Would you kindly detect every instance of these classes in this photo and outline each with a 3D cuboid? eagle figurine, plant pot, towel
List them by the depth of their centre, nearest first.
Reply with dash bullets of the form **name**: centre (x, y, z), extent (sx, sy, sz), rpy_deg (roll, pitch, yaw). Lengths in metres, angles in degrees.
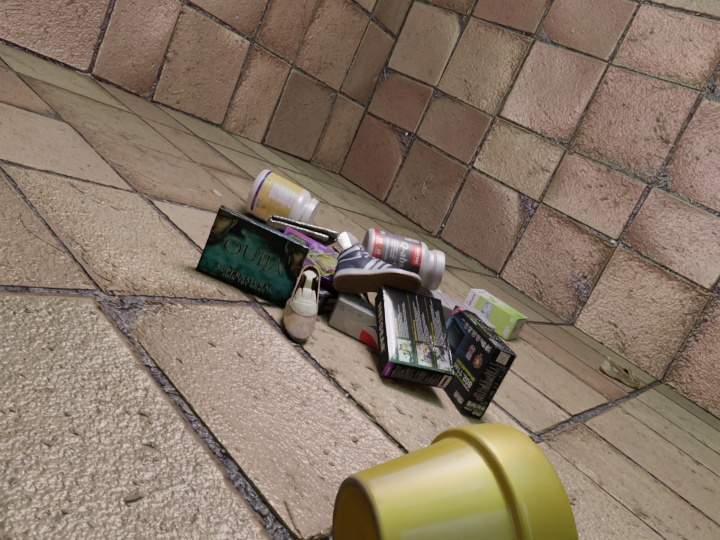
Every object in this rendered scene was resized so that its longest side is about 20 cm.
- **plant pot**: centre (0.077, 0.263, 0.551), extent (0.182, 0.208, 0.201), rpy_deg (2, 22, -24)
- **eagle figurine**: centre (0.003, 0.006, 1.457), extent (0.197, 0.154, 0.152), rpy_deg (17, -25, 45)
- **towel**: centre (-0.167, -0.097, 1.538), extent (0.193, 0.036, 0.192), rpy_deg (13, -11, -14)

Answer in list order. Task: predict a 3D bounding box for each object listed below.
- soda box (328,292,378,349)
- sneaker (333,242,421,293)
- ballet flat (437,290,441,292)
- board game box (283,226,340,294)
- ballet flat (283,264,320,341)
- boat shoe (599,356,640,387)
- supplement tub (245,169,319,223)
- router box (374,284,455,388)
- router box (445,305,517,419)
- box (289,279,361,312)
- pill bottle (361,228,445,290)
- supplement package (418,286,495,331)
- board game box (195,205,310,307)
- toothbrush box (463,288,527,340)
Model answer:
- **soda box**: centre (0.030, 0.123, 1.226), extent (0.195, 0.065, 0.068), rpy_deg (27, 15, -5)
- **sneaker**: centre (0.036, -0.002, 1.247), extent (0.192, 0.072, 0.110), rpy_deg (3, 38, -4)
- **ballet flat**: centre (0.222, 0.080, 1.793), extent (0.195, 0.064, 0.069), rpy_deg (28, 13, -1)
- **board game box**: centre (-0.101, -0.021, 1.305), extent (0.195, 0.033, 0.121), rpy_deg (27, 36, -6)
- **ballet flat**: centre (-0.111, 0.052, 1.103), extent (0.066, 0.069, 0.202), rpy_deg (14, 30, -10)
- **boat shoe**: centre (1.048, 0.409, 2.250), extent (0.195, 0.064, 0.074), rpy_deg (25, 12, -18)
- **supplement tub**: centre (-0.238, -0.201, 1.727), extent (0.195, 0.149, 0.146), rpy_deg (27, 13, -1)
- **router box**: centre (0.108, 0.133, 1.158), extent (0.144, 0.052, 0.204), rpy_deg (14, 42, -16)
- **router box**: centre (0.228, 0.188, 1.194), extent (0.060, 0.154, 0.200), rpy_deg (20, 14, -22)
- **box**: centre (-0.110, 0.038, 1.307), extent (0.158, 0.045, 0.198), rpy_deg (35, 14, 29)
- **pill bottle**: centre (0.098, -0.021, 1.358), extent (0.193, 0.120, 0.116), rpy_deg (13, 15, -9)
- **supplement package**: centre (0.217, 0.139, 1.421), extent (0.195, 0.124, 0.120), rpy_deg (24, 13, -17)
- **board game box**: centre (-0.214, -0.027, 1.130), extent (0.195, 0.139, 0.028), rpy_deg (23, 13, -16)
- **toothbrush box**: centre (0.474, 0.153, 1.990), extent (0.197, 0.088, 0.144), rpy_deg (33, 14, 29)
